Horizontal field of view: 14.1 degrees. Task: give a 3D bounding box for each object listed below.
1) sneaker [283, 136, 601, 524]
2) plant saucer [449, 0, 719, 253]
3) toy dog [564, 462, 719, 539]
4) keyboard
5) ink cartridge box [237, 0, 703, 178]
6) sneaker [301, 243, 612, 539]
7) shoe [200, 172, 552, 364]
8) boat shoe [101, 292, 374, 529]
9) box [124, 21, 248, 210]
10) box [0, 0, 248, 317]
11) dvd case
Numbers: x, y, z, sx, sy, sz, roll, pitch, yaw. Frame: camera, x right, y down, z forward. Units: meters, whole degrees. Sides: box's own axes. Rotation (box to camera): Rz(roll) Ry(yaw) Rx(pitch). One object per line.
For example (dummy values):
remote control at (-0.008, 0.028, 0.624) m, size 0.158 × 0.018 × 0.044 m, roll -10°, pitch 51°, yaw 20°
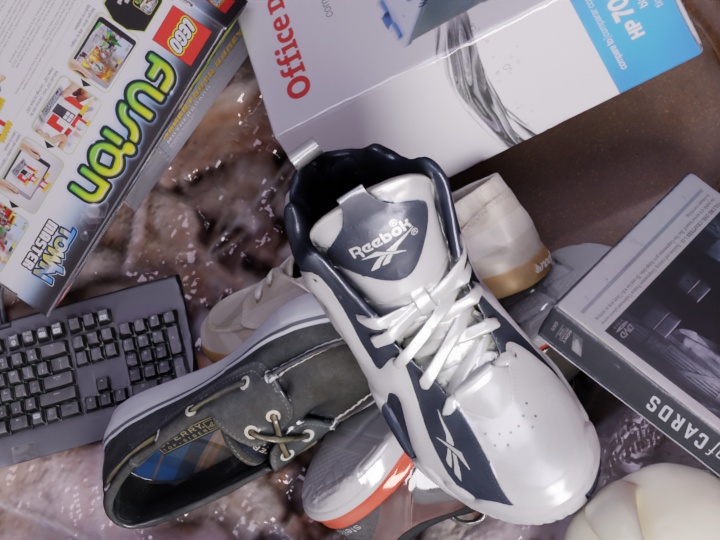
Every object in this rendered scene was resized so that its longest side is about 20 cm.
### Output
sneaker at (0.027, 0.017, 1.273) m, size 0.079 × 0.130 × 0.200 m, roll -31°, pitch 59°, yaw 0°
plant saucer at (0.106, -0.075, 1.458) m, size 0.199 × 0.034 × 0.201 m, roll -4°, pitch 74°, yaw 15°
toy dog at (0.181, 0.184, 1.285) m, size 0.139 × 0.194 × 0.200 m, roll -30°, pitch 60°, yaw -4°
keyboard at (-0.185, 0.038, 1.511) m, size 0.199 × 0.021 × 0.128 m, roll -16°, pitch 71°, yaw 9°
ink cartridge box at (0.045, -0.133, 1.411) m, size 0.199 × 0.086 × 0.147 m, roll -25°, pitch 50°, yaw 7°
sneaker at (0.065, 0.068, 1.409) m, size 0.200 × 0.082 × 0.077 m, roll -40°, pitch 23°, yaw 14°
shoe at (0.000, 0.000, 1.422) m, size 0.199 × 0.070 × 0.054 m, roll -16°, pitch 111°, yaw 31°
boat shoe at (-0.049, 0.071, 1.409) m, size 0.200 × 0.069 × 0.057 m, roll -29°, pitch 37°, yaw 34°
box at (-0.153, -0.151, 1.541) m, size 0.200 × 0.048 × 0.159 m, roll 35°, pitch 85°, yaw 21°
box at (-0.150, -0.082, 1.432) m, size 0.110 × 0.035 × 0.200 m, roll 34°, pitch 122°, yaw -2°
dvd case at (0.195, 0.051, 1.333) m, size 0.200 × 0.150 × 0.025 m, roll 37°, pitch 130°, yaw 10°
